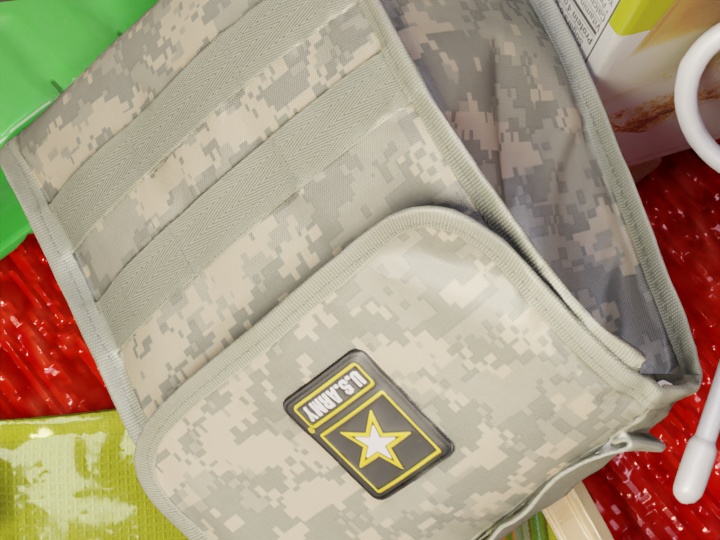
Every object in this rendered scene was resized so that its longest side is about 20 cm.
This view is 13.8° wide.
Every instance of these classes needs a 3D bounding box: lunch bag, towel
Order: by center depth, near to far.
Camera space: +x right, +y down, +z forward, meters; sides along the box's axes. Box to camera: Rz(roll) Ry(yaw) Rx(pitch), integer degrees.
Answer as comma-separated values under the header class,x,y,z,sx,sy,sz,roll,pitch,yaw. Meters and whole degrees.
class,x,y,z,sx,sy,sz,roll,pitch,yaw
lunch bag,0.000,0.000,0.934,0.118,0.164,0.200,-2,59,-51
towel,-0.028,0.080,1.005,0.200,0.018,0.086,-5,64,-3

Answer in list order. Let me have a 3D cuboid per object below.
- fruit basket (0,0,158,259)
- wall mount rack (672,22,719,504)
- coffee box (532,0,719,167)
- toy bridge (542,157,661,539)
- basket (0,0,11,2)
class,x,y,z,sx,sy,sz,roll,pitch,yaw
fruit basket,-0.157,-0.097,1.066,0.185,0.094,0.200,-39,55,-18
wall mount rack,0.184,0.004,0.935,0.200,0.174,0.075,17,32,7
coffee box,0.120,-0.176,1.010,0.200,0.198,0.200,-17,65,-26
toy bridge,0.077,0.031,1.009,0.067,0.027,0.200,10,61,-27
basket,-0.082,-0.150,0.938,0.200,0.180,0.136,-7,86,-46
